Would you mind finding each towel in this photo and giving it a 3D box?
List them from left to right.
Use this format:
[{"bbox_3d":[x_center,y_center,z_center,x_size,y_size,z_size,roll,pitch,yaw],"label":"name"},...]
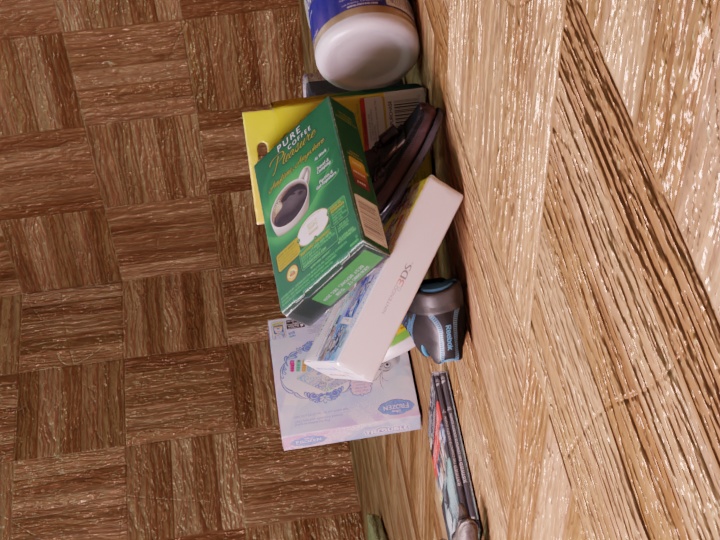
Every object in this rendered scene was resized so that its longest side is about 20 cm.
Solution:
[{"bbox_3d":[0.043,0.620,2.739,0.200,0.036,0.150,-119,23,-80],"label":"towel"}]

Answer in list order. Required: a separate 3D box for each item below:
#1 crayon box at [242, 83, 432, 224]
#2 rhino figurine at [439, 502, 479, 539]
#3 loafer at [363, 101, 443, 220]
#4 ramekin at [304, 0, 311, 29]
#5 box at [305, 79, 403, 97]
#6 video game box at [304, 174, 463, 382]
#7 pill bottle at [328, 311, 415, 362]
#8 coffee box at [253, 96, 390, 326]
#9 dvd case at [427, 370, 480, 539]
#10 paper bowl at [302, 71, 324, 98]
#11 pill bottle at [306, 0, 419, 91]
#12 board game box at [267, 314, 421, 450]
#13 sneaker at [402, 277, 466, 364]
[{"bbox_3d":[-0.023,-0.127,1.371,0.051,0.198,0.128,-115,18,-75],"label":"crayon box"},{"bbox_3d":[0.112,0.334,1.277,0.088,0.059,0.202,101,163,-66],"label":"rhino figurine"},{"bbox_3d":[0.010,-0.087,1.269,0.201,0.063,0.072,-58,9,17],"label":"loafer"},{"bbox_3d":[-0.025,-0.396,1.610,0.200,0.096,0.203,173,90,-85],"label":"ramekin"},{"bbox_3d":[0.002,-0.125,1.544,0.107,0.121,0.201,-101,6,-47],"label":"box"},{"bbox_3d":[0.019,0.012,1.261,0.202,0.046,0.182,-63,7,-8],"label":"video game box"},{"bbox_3d":[0.000,0.000,1.461,0.201,0.110,0.111,63,177,-5],"label":"pill bottle"},{"bbox_3d":[-0.040,-0.061,1.245,0.123,0.044,0.201,-41,44,28],"label":"coffee box"},{"bbox_3d":[0.105,0.238,1.448,0.147,0.022,0.202,89,174,-53],"label":"dvd case"},{"bbox_3d":[-0.028,-0.202,1.917,0.201,0.103,0.203,172,90,-86],"label":"paper bowl"},{"bbox_3d":[-0.005,-0.308,1.394,0.116,0.114,0.202,90,172,-58],"label":"pill bottle"},{"bbox_3d":[-0.026,0.149,1.825,0.044,0.198,0.201,85,176,-52],"label":"board game box"},{"bbox_3d":[0.066,0.051,1.322,0.200,0.072,0.083,-148,48,-86],"label":"sneaker"}]
